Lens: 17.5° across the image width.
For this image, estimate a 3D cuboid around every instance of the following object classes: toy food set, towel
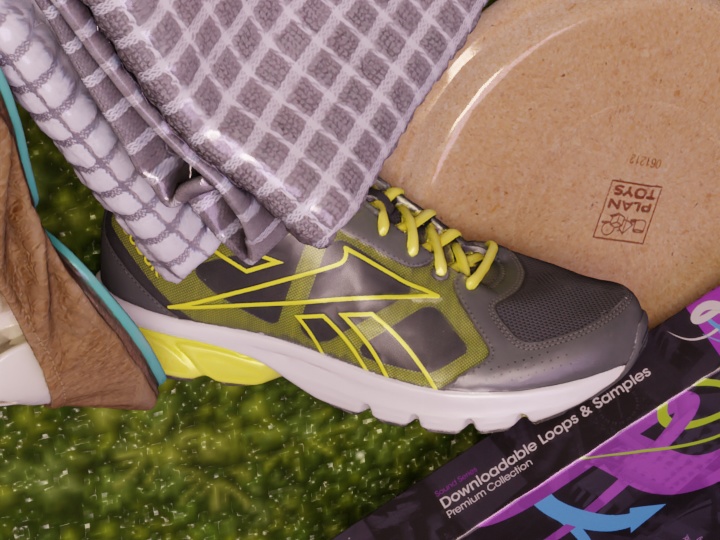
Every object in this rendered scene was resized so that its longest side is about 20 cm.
[{"bbox_3d":[0.092,-0.032,0.884,0.200,0.049,0.198,-8,117,-19],"label":"toy food set"},{"bbox_3d":[-0.032,-0.118,0.720,0.166,0.086,0.200,55,52,-35],"label":"towel"}]

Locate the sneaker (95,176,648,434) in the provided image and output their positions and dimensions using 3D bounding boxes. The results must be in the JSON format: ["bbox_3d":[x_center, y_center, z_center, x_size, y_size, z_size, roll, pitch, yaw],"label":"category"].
[{"bbox_3d":[0.000,0.000,0.802,0.200,0.074,0.085,6,114,8],"label":"sneaker"}]

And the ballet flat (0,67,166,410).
[{"bbox_3d":[-0.121,0.000,0.720,0.072,0.068,0.200,-44,149,-16],"label":"ballet flat"}]

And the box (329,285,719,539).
[{"bbox_3d":[0.096,0.094,0.914,0.200,0.036,0.143,-32,144,4],"label":"box"}]
